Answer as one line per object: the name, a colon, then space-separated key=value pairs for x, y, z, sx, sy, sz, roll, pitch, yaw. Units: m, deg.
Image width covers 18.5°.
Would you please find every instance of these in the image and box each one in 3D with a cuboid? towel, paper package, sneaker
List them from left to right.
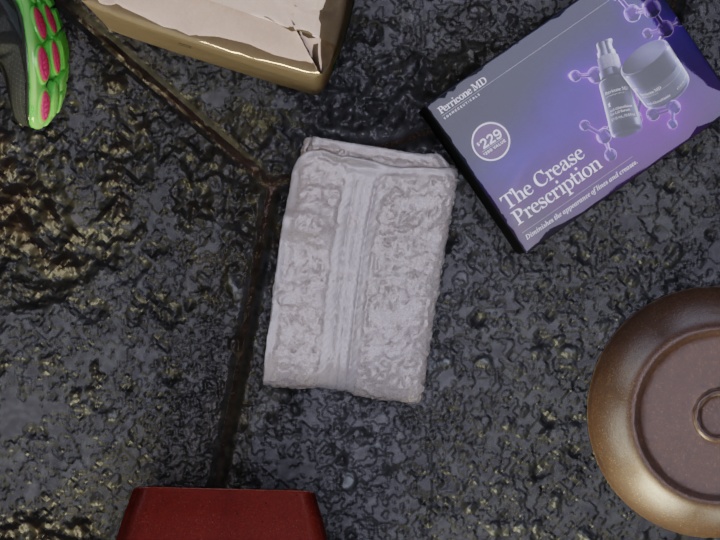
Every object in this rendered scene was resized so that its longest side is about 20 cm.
sneaker: x=-0.286 y=-0.201 z=1.705 sx=0.084 sy=0.077 sz=0.200 roll=-22 pitch=89 yaw=16
paper package: x=-0.100 y=-0.208 z=1.639 sx=0.190 sy=0.200 sz=0.104 roll=19 pitch=90 yaw=-2
towel: x=0.000 y=0.000 z=1.729 sx=0.132 sy=0.034 sz=0.201 roll=8 pitch=91 yaw=-1

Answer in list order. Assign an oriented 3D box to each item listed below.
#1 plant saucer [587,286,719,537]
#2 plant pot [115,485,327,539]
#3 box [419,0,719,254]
plant saucer: x=0.281 y=0.113 z=1.740 sx=0.200 sy=0.037 sz=0.201 roll=0 pitch=91 yaw=-3
plant pot: x=-0.105 y=0.255 z=1.659 sx=0.199 sy=0.200 sz=0.177 roll=1 pitch=80 yaw=-2
box: x=0.167 y=-0.126 z=1.712 sx=0.200 sy=0.079 sz=0.141 roll=-35 pitch=89 yaw=-1
